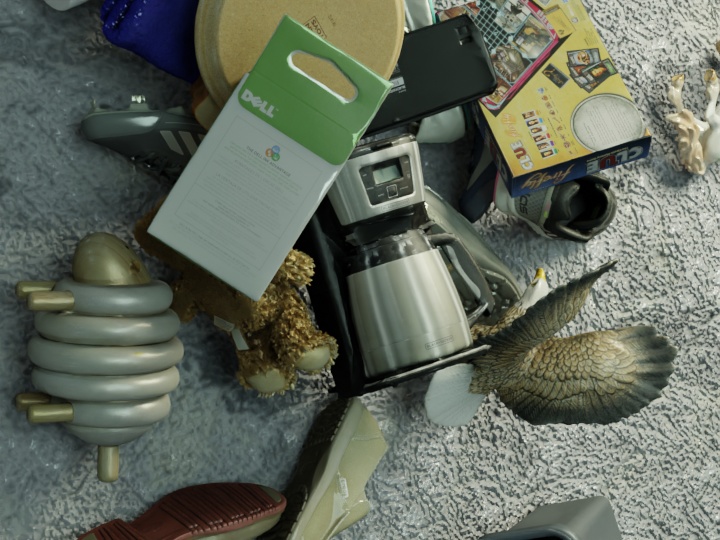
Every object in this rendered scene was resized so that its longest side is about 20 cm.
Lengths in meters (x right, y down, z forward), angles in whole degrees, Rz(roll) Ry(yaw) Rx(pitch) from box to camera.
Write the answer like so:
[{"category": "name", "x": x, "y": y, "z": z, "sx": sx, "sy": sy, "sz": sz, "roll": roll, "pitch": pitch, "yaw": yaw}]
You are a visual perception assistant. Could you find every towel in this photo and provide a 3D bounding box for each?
[{"category": "towel", "x": -0.122, "y": -0.226, "z": 1.458, "sx": 0.148, "sy": 0.049, "sz": 0.200, "roll": -58, "pitch": 150, "yaw": 5}]

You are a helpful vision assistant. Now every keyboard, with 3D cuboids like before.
[{"category": "keyboard", "x": 0.016, "y": -0.178, "z": 1.580, "sx": 0.198, "sy": 0.040, "sz": 0.105, "roll": -18, "pitch": 98, "yaw": -2}]

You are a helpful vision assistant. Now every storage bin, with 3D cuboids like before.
[{"category": "storage bin", "x": 0.188, "y": 0.312, "z": 1.633, "sx": 0.134, "sy": 0.145, "sz": 0.202, "roll": -30, "pitch": 102, "yaw": -57}]

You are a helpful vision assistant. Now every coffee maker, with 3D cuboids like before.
[{"category": "coffee maker", "x": 0.000, "y": 0.000, "z": 1.499, "sx": 0.134, "sy": 0.191, "sz": 0.202, "roll": -15, "pitch": 87, "yaw": -48}]

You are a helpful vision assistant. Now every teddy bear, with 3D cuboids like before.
[{"category": "teddy bear", "x": -0.099, "y": 0.015, "z": 1.465, "sx": 0.200, "sy": 0.145, "sz": 0.067, "roll": 42, "pitch": 43, "yaw": 1}]

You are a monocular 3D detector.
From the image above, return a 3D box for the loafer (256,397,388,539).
[{"category": "loafer", "x": -0.030, "y": 0.206, "z": 1.532, "sx": 0.068, "sy": 0.076, "sz": 0.201, "roll": 33, "pitch": 70, "yaw": -18}]

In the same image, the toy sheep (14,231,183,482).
[{"category": "toy sheep", "x": -0.207, "y": 0.069, "z": 1.410, "sx": 0.137, "sy": 0.138, "sz": 0.202, "roll": -3, "pitch": 102, "yaw": -31}]

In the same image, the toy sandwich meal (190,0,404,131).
[{"category": "toy sandwich meal", "x": -0.056, "y": -0.194, "z": 1.442, "sx": 0.204, "sy": 0.070, "sz": 0.207, "roll": -9, "pitch": 113, "yaw": -22}]

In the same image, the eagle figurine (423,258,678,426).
[{"category": "eagle figurine", "x": 0.156, "y": 0.063, "z": 1.559, "sx": 0.151, "sy": 0.199, "sz": 0.152, "roll": -6, "pitch": 96, "yaw": -48}]

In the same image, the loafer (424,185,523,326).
[{"category": "loafer", "x": 0.090, "y": -0.014, "z": 1.625, "sx": 0.200, "sy": 0.070, "sz": 0.070, "roll": 47, "pitch": 22, "yaw": -35}]

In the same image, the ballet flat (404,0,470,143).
[{"category": "ballet flat", "x": 0.044, "y": -0.210, "z": 1.620, "sx": 0.069, "sy": 0.069, "sz": 0.202, "roll": -22, "pitch": 98, "yaw": -30}]

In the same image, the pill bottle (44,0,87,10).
[{"category": "pill bottle", "x": -0.179, "y": -0.290, "z": 1.460, "sx": 0.199, "sy": 0.111, "sz": 0.112, "roll": -30, "pitch": 101, "yaw": -29}]

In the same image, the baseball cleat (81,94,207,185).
[{"category": "baseball cleat", "x": -0.142, "y": -0.085, "z": 1.491, "sx": 0.199, "sy": 0.070, "sz": 0.107, "roll": 4, "pitch": 84, "yaw": -30}]

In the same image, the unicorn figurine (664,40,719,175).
[{"category": "unicorn figurine", "x": 0.394, "y": -0.165, "z": 1.825, "sx": 0.199, "sy": 0.074, "sz": 0.138, "roll": -30, "pitch": 111, "yaw": -15}]

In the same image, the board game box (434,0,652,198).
[{"category": "board game box", "x": 0.164, "y": -0.171, "z": 1.609, "sx": 0.134, "sy": 0.035, "sz": 0.201, "roll": -17, "pitch": 59, "yaw": -8}]

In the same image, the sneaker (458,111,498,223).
[{"category": "sneaker", "x": 0.125, "y": -0.142, "z": 1.668, "sx": 0.082, "sy": 0.070, "sz": 0.201, "roll": 29, "pitch": 72, "yaw": -3}]

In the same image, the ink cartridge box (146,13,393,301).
[{"category": "ink cartridge box", "x": -0.071, "y": -0.088, "z": 1.378, "sx": 0.103, "sy": 0.059, "sz": 0.201, "roll": 32, "pitch": 93, "yaw": -5}]

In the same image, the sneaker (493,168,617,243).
[{"category": "sneaker", "x": 0.202, "y": -0.059, "z": 1.652, "sx": 0.199, "sy": 0.087, "sz": 0.074, "roll": 15, "pitch": 96, "yaw": -57}]

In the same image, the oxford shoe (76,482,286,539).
[{"category": "oxford shoe", "x": -0.151, "y": 0.234, "z": 1.474, "sx": 0.199, "sy": 0.070, "sz": 0.075, "roll": -16, "pitch": 117, "yaw": -29}]
